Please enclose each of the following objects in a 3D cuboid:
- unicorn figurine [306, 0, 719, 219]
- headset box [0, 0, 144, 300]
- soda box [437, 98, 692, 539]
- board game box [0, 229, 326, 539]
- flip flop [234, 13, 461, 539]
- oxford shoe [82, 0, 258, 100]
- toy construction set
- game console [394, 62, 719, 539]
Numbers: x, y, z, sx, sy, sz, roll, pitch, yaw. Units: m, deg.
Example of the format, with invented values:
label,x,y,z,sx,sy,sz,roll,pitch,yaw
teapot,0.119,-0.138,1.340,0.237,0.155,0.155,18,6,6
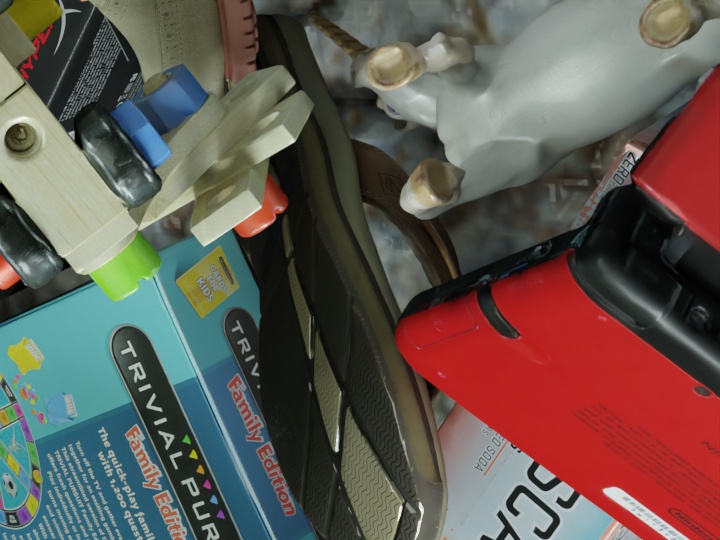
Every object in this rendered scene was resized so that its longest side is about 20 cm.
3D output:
label,x,y,z,sx,sy,sz,roll,pitch,yaw
unicorn figurine,0.053,-0.060,0.793,0.200,0.137,0.074,-12,90,24
headset box,-0.161,-0.105,0.949,0.200,0.077,0.149,42,127,17
soda box,0.071,0.041,0.841,0.064,0.068,0.200,41,127,13
board game box,-0.097,0.086,0.994,0.200,0.047,0.151,-22,93,39
flip flop,0.000,0.000,0.848,0.200,0.058,0.081,-107,28,-42
oxford shoe,-0.076,-0.108,0.825,0.071,0.074,0.200,-121,17,-66
toy construction set,-0.102,-0.061,0.752,0.200,0.131,0.092,37,91,-17
game console,0.141,0.015,0.747,0.200,0.119,0.172,37,154,-16
